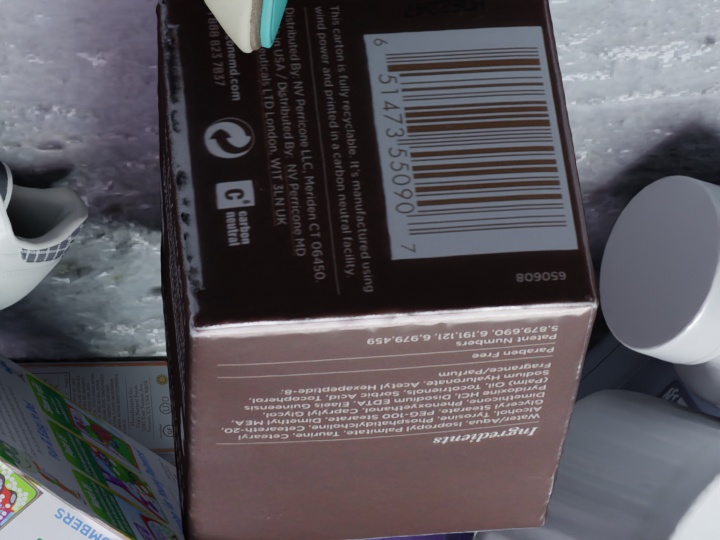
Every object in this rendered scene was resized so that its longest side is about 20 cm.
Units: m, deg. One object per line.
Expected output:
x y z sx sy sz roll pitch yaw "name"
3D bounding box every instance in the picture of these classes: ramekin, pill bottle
0.126 0.153 1.409 0.098 0.201 0.201 22 162 29 "ramekin"
0.212 0.021 1.405 0.200 0.112 0.111 17 142 -34 "pill bottle"

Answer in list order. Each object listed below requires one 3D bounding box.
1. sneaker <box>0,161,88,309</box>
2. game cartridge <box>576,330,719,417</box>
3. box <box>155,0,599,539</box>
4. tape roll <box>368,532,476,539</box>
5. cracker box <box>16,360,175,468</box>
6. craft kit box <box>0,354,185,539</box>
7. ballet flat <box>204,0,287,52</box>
-0.206 -0.038 1.280 0.080 0.077 0.200 -36 145 23 "sneaker"
0.154 0.090 1.527 0.133 0.042 0.200 -46 143 -5 "game cartridge"
0.000 0.000 1.275 0.164 0.166 0.200 -4 149 -6 "box"
0.043 0.161 1.509 0.085 0.201 0.200 -4 153 24 "tape roll"
-0.164 0.103 1.525 0.199 0.058 0.134 0 149 -9 "cracker box"
-0.136 0.097 1.350 0.197 0.200 0.049 38 94 -22 "craft kit box"
-0.044 -0.158 1.115 0.069 0.070 0.200 1 147 -13 "ballet flat"
